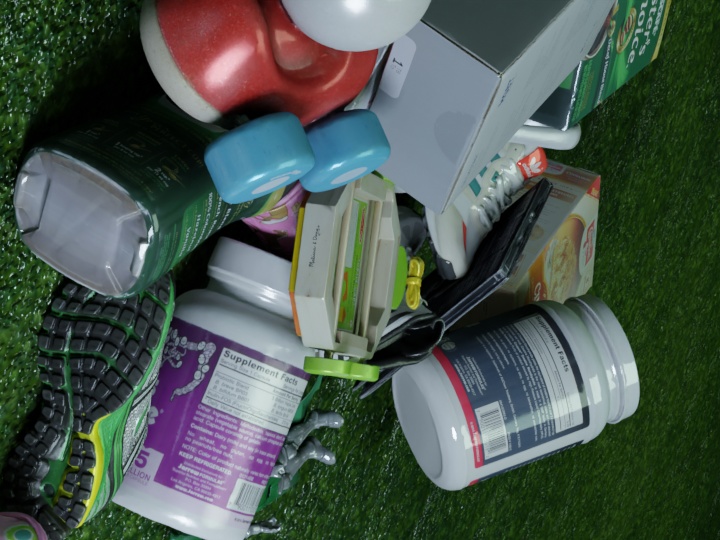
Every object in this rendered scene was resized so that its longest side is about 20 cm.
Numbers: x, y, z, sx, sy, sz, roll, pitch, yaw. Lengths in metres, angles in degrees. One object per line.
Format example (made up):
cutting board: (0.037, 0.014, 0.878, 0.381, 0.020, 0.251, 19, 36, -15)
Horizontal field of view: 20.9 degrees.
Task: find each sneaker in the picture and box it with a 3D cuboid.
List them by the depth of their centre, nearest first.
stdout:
sneaker: (-0.170, 0.075, 1.277, 0.200, 0.078, 0.085, -66, 166, 16)
sneaker: (0.030, 0.025, 1.618, 0.201, 0.115, 0.076, -47, 149, -44)
sneaker: (0.109, -0.081, 1.663, 0.070, 0.093, 0.200, 69, 24, -47)

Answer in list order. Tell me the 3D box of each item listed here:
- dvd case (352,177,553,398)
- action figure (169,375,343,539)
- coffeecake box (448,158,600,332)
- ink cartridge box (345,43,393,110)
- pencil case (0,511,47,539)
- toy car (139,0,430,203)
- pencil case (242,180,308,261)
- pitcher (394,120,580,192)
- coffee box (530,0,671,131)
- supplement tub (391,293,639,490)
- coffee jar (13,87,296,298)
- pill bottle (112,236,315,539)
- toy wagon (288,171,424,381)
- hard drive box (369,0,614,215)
dvd case: (0.079, 0.016, 1.673, 0.200, 0.016, 0.149, -41, -168, 38)
action figure: (-0.087, 0.174, 1.569, 0.200, 0.055, 0.118, -36, 144, -47)
coffeecake box: (0.165, 0.007, 1.969, 0.200, 0.073, 0.154, -50, 150, -40)
ink cartridge box: (0.033, -0.208, 1.311, 0.200, 0.084, 0.145, -59, 168, 22)
pencil case: (-0.233, 0.243, 1.253, 0.087, 0.087, 0.200, -49, 151, -41)
toy car: (-0.012, -0.165, 1.150, 0.177, 0.200, 0.185, -11, 76, -59)
pencil case: (-0.044, -0.048, 1.430, 0.087, 0.083, 0.200, -64, 157, -13)
pitcher: (0.067, -0.119, 1.504, 0.200, 0.171, 0.121, -17, 118, -63)
coffee box: (0.191, -0.196, 1.507, 0.200, 0.044, 0.123, -37, 143, -55)
supplement tub: (0.142, 0.110, 1.816, 0.200, 0.140, 0.140, -18, 136, -16)
coffee jar: (-0.118, -0.062, 1.219, 0.200, 0.104, 0.085, -36, 150, -52)
pill bottle: (-0.098, 0.083, 1.380, 0.200, 0.112, 0.112, -69, 158, -4)
toy wagon: (0.000, 0.000, 1.388, 0.200, 0.040, 0.155, 20, 77, -72)
hard drive box: (0.097, -0.158, 1.302, 0.200, 0.077, 0.156, -47, 168, -34)
